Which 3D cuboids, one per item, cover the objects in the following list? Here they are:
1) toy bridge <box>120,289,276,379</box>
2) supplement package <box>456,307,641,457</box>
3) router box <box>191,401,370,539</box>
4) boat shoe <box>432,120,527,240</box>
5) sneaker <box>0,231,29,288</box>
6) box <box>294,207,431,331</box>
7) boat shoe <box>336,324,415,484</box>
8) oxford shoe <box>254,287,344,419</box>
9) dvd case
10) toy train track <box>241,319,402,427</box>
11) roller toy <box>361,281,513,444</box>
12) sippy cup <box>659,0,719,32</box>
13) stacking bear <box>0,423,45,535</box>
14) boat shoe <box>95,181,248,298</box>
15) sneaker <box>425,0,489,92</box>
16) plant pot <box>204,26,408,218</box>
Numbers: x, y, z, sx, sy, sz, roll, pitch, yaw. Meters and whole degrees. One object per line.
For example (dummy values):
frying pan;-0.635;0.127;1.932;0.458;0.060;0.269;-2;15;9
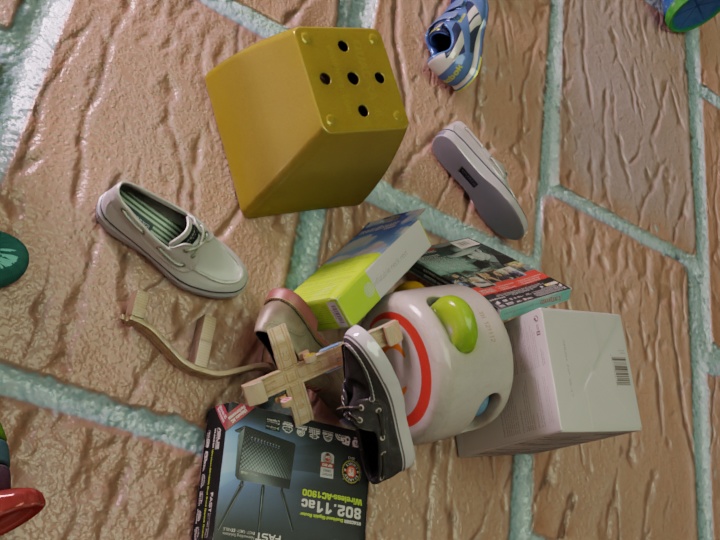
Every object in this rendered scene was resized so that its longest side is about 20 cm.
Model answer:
toy bridge;-0.183;0.085;1.022;0.197;0.027;0.068;23;62;-28
supplement package;0.235;0.154;1.177;0.148;0.199;0.155;6;69;-32
router box;-0.085;0.246;1.006;0.197;0.062;0.153;18;64;-29
boat shoe;0.193;-0.140;1.342;0.065;0.073;0.201;-43;99;-33
sneaker;-0.418;-0.022;0.863;0.197;0.080;0.073;5;69;-34
box;0.000;0.000;1.121;0.200;0.121;0.048;-44;111;-37
boat shoe;0.006;0.156;0.987;0.066;0.070;0.203;-32;128;-24
oxford shoe;-0.063;0.119;1.051;0.201;0.070;0.075;54;43;-22
dvd case;0.165;0.007;1.207;0.144;0.199;0.022;-13;121;-38
toy train track;-0.036;0.104;0.996;0.197;0.032;0.117;-22;103;-22
roller toy;0.093;0.113;1.108;0.138;0.198;0.187;-7;99;-35
sippy cup;0.661;-0.580;1.810;0.137;0.179;0.132;-16;68;-9
stacking bear;-0.381;0.144;0.811;0.120;0.113;0.203;-2;62;-45
boat shoe;-0.209;-0.031;1.023;0.198;0.066;0.075;29;58;-23
sneaker;0.150;-0.384;1.407;0.081;0.074;0.204;21;61;-24
plant pot;-0.055;-0.202;1.128;0.197;0.176;0.204;-10;78;-36
